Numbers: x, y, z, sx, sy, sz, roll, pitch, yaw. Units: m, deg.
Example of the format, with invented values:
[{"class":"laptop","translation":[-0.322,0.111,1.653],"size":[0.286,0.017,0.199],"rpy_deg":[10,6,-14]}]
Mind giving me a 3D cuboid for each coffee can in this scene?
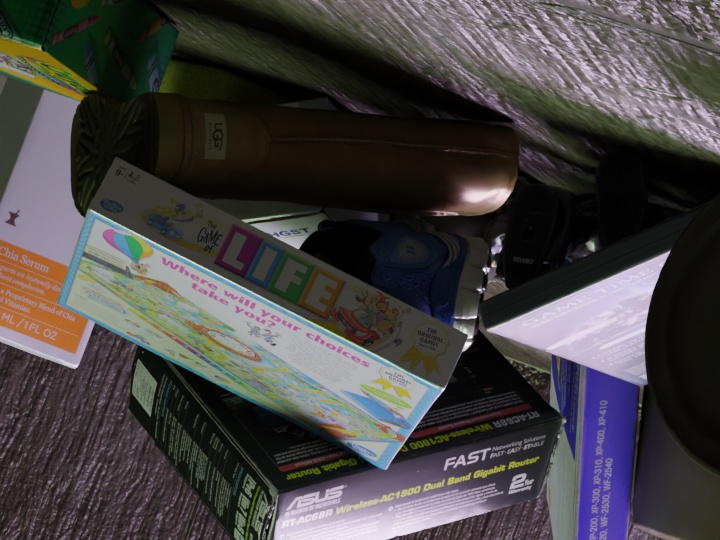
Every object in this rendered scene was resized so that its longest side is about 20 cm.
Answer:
[{"class":"coffee can","translation":[0.242,0.049,1.355],"size":[0.146,0.147,0.200],"rpy_deg":[17,175,42]}]

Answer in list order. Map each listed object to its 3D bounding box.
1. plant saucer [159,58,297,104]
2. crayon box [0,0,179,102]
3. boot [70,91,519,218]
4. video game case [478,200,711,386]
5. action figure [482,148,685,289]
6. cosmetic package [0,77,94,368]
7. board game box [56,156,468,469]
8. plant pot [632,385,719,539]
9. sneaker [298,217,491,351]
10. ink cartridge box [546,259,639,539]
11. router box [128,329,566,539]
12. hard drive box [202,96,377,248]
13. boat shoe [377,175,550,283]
[{"class":"plant saucer","translation":[-0.073,-0.084,1.928],"size":[0.200,0.048,0.199],"rpy_deg":[24,175,-39]},{"class":"crayon box","translation":[-0.183,-0.140,1.609],"size":[0.118,0.058,0.200],"rpy_deg":[19,176,14]},{"class":"boot","translation":[-0.041,-0.055,1.605],"size":[0.199,0.066,0.175],"rpy_deg":[3,180,-24]},{"class":"video game case","translation":[0.165,0.014,1.546],"size":[0.143,0.019,0.200],"rpy_deg":[-24,159,22]},{"class":"action figure","translation":[0.124,-0.017,1.593],"size":[0.130,0.070,0.200],"rpy_deg":[-4,175,12]},{"class":"cosmetic package","translation":[-0.212,-0.046,2.049],"size":[0.101,0.201,0.071],"rpy_deg":[22,176,-28]},{"class":"board game box","translation":[-0.054,0.025,1.555],"size":[0.200,0.034,0.134],"rpy_deg":[27,155,-2]},{"class":"plant pot","translation":[0.239,0.085,1.716],"size":[0.199,0.174,0.200],"rpy_deg":[20,175,2]},{"class":"sneaker","translation":[0.000,0.000,1.615],"size":[0.089,0.079,0.200],"rpy_deg":[14,174,-16]},{"class":"ink cartridge box","translation":[0.136,0.090,1.741],"size":[0.043,0.199,0.200],"rpy_deg":[2,-158,0]},{"class":"router box","translation":[-0.008,0.081,1.691],"size":[0.200,0.062,0.150],"rpy_deg":[-12,-138,-32]},{"class":"hard drive box","translation":[-0.051,-0.021,1.844],"size":[0.155,0.077,0.200],"rpy_deg":[-7,155,22]},{"class":"boat shoe","translation":[0.071,-0.030,1.768],"size":[0.060,0.072,0.202],"rpy_deg":[18,-178,25]}]
